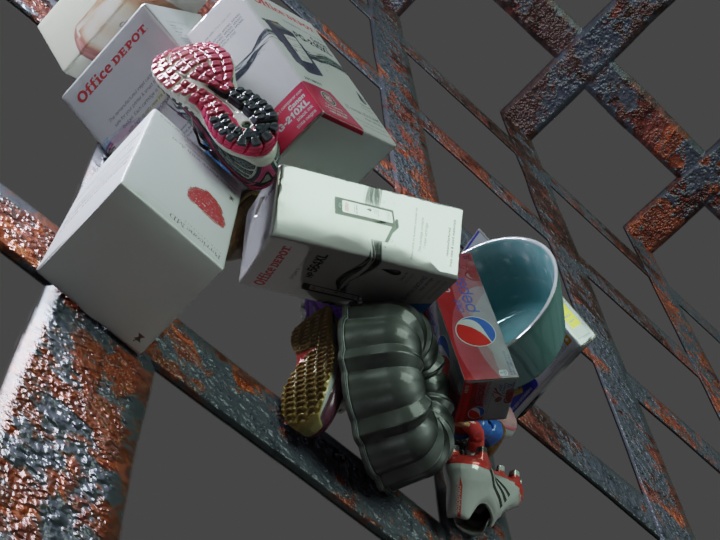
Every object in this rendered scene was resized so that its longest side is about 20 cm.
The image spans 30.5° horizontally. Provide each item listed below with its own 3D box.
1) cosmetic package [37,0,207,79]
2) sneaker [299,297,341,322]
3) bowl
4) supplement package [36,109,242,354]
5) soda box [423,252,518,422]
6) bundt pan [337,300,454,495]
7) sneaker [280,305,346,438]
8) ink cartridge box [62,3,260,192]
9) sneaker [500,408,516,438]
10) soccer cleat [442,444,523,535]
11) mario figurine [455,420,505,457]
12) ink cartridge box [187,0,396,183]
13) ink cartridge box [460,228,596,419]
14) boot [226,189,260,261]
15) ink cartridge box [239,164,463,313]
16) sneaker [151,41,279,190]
[{"bbox_3d":[-0.262,-0.309,1.517,0.103,0.200,0.088,16,35,-55],"label":"cosmetic package"},{"bbox_3d":[0.000,0.000,1.501,0.080,0.088,0.201,37,59,-25],"label":"sneaker"},{"bbox_3d":[0.166,0.068,1.587,0.105,0.200,0.201,54,11,-34],"label":"bowl"},{"bbox_3d":[-0.196,-0.041,1.217,0.121,0.120,0.200,41,19,-17],"label":"supplement package"},{"bbox_3d":[0.112,0.070,1.458,0.063,0.070,0.201,-3,42,-14],"label":"soda box"},{"bbox_3d":[0.044,0.122,1.339,0.202,0.075,0.204,-13,90,-75],"label":"bundt pan"},{"bbox_3d":[-0.025,0.116,1.345,0.090,0.075,0.200,47,22,-21],"label":"sneaker"},{"bbox_3d":[-0.192,-0.168,1.459,0.200,0.147,0.146,49,19,8],"label":"ink cartridge box"},{"bbox_3d":[0.153,0.115,1.697,0.200,0.105,0.075,49,15,7],"label":"sneaker"},{"bbox_3d":[0.131,0.249,1.437,0.200,0.068,0.086,48,48,-63],"label":"soccer cleat"},{"bbox_3d":[0.091,0.171,1.527,0.123,0.107,0.200,15,-10,29],"label":"mario figurine"},{"bbox_3d":[-0.073,-0.192,1.398,0.144,0.084,0.201,17,35,-56],"label":"ink cartridge box"},{"bbox_3d":[0.189,0.070,1.740,0.047,0.198,0.200,-23,68,-37],"label":"ink cartridge box"},{"bbox_3d":[-0.101,-0.046,1.479,0.075,0.074,0.200,25,21,14],"label":"boot"},{"bbox_3d":[-0.013,-0.024,1.363,0.198,0.146,0.085,13,66,-14],"label":"ink cartridge box"},{"bbox_3d":[-0.146,-0.156,1.308,0.200,0.080,0.075,53,-23,37],"label":"sneaker"}]
